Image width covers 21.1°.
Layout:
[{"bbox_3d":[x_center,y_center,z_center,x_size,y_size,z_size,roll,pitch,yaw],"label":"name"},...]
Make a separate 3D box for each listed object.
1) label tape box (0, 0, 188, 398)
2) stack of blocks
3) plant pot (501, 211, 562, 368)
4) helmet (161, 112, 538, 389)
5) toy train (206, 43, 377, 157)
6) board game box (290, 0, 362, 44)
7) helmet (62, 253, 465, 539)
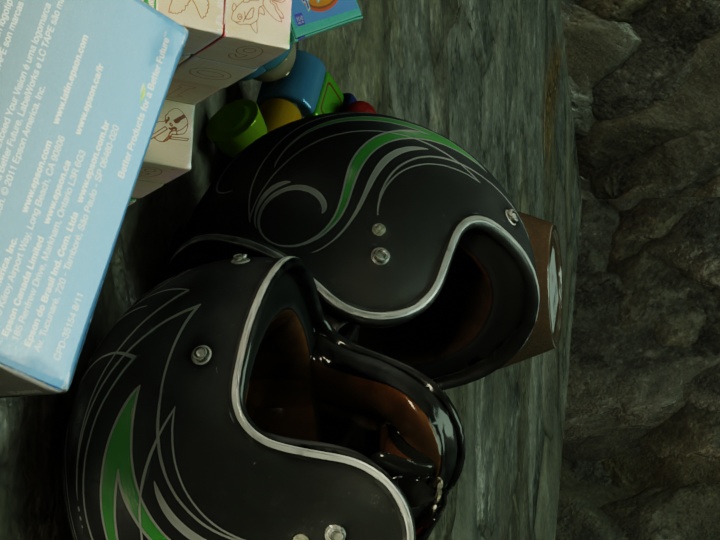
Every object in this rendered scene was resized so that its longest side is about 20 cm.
[{"bbox_3d":[-0.169,-0.060,0.646,0.200,0.063,0.144,30,68,-35],"label":"label tape box"},{"bbox_3d":[-0.100,-0.098,0.819,0.200,0.059,0.115,-20,-115,57],"label":"stack of blocks"},{"bbox_3d":[0.048,0.013,1.458,0.187,0.200,0.187,-1,90,-78],"label":"plant pot"},{"bbox_3d":[0.000,0.000,1.157,0.191,0.200,0.200,-40,134,-41],"label":"helmet"},{"bbox_3d":[-0.062,-0.062,1.266,0.116,0.085,0.200,55,40,-43],"label":"toy train"},{"bbox_3d":[-0.069,-0.231,1.152,0.152,0.045,0.200,-38,109,-71],"label":"board game box"},{"bbox_3d":[-0.057,0.097,0.985,0.200,0.191,0.200,-54,177,-4],"label":"helmet"}]
